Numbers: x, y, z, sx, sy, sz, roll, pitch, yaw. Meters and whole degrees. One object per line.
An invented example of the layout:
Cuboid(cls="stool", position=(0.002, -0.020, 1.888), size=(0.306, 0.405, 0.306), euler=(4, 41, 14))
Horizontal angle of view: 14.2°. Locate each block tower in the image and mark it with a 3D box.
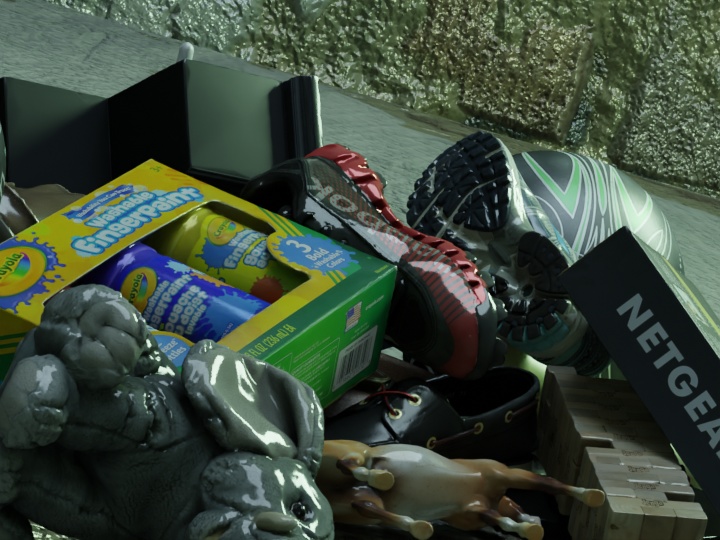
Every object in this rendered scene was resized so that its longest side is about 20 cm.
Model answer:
Cuboid(cls="block tower", position=(0.141, 0.117, 1.584), size=(0.057, 0.054, 0.200), euler=(6, 21, -11))

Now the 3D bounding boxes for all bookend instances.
Cuboid(cls="bookend", position=(-0.160, -0.070, 1.865), size=(0.198, 0.093, 0.199), euler=(11, -23, -41))

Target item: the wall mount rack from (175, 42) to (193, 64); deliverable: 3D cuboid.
Cuboid(cls="wall mount rack", position=(-0.088, -0.052, 1.981), size=(0.074, 0.174, 0.200), euler=(-35, 38, -24))

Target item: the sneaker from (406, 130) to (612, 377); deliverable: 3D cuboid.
Cuboid(cls="sneaker", position=(0.093, -0.003, 1.753), size=(0.086, 0.077, 0.200), euler=(43, 14, -40))

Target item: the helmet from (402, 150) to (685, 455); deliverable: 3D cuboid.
Cuboid(cls="helmet", position=(0.120, 0.022, 1.876), size=(0.199, 0.201, 0.191), euler=(14, -8, -13))

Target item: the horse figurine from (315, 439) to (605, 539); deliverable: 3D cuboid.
Cuboid(cls="horse figurine", position=(0.028, 0.117, 1.500), size=(0.199, 0.050, 0.132), euler=(4, 1, -29))

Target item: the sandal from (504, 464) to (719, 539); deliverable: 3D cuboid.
Cuboid(cls="sandal", position=(0.154, 0.131, 1.678), size=(0.075, 0.045, 0.199), euler=(22, 11, 40))

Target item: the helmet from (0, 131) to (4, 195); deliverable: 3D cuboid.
Cuboid(cls="helmet", position=(-0.283, -0.061, 1.533), size=(0.191, 0.200, 0.200), euler=(50, 16, 9))

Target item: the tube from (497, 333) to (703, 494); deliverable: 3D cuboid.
Cuboid(cls="tube", position=(0.148, 0.101, 1.767), size=(0.199, 0.052, 0.058), euler=(28, 29, -26))

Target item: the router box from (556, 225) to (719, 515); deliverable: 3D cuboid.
Cuboid(cls="router box", position=(0.203, 0.082, 1.631), size=(0.200, 0.052, 0.157), euler=(57, 10, 23))

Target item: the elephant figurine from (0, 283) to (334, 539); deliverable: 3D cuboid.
Cuboid(cls="elephant figurine", position=(-0.072, 0.101, 1.284), size=(0.199, 0.156, 0.142), euler=(26, -35, -7))

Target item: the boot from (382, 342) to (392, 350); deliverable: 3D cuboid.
Cuboid(cls="boot", position=(-0.068, 0.015, 1.701), size=(0.165, 0.066, 0.200), euler=(33, 41, 31))

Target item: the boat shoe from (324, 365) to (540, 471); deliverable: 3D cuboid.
Cuboid(cls="boat shoe", position=(0.020, 0.088, 1.602), size=(0.201, 0.063, 0.073), euler=(-6, 19, -41))

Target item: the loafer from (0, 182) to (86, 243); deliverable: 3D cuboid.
Cuboid(cls="loafer", position=(-0.197, -0.029, 1.747), size=(0.073, 0.071, 0.200), euler=(52, -2, 4))

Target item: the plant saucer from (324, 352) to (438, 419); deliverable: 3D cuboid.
Cuboid(cls="plant saucer", position=(-0.006, 0.075, 1.758), size=(0.199, 0.037, 0.200), euler=(16, 10, -3))

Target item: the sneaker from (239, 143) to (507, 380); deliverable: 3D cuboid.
Cuboid(cls="sneaker", position=(0.000, 0.000, 1.624), size=(0.098, 0.071, 0.200), euler=(-8, 38, -38))

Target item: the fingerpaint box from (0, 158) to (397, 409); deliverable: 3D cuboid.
Cuboid(cls="fingerpaint box", position=(-0.102, 0.028, 1.532), size=(0.166, 0.074, 0.200), euler=(24, 31, 23))
